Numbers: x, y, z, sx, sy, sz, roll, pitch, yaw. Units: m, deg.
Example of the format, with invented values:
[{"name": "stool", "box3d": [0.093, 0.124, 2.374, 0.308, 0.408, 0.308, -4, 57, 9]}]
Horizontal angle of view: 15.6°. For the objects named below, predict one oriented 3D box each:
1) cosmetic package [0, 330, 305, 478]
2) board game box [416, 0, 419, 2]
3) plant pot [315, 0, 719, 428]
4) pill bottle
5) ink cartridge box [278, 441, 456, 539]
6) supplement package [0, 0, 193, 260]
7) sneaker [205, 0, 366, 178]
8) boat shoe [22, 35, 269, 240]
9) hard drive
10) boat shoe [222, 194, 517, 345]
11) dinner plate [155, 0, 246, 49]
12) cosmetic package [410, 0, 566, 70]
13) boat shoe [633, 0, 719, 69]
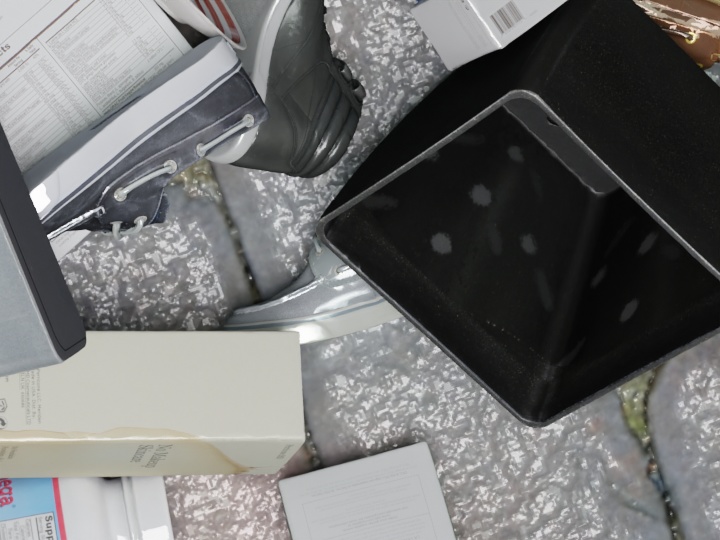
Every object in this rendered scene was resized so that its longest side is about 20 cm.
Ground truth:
[{"name": "cosmetic package", "box3d": [-0.141, 0.083, 1.621, 0.198, 0.104, 0.074, 1, 73, -12]}, {"name": "board game box", "box3d": [0.057, -0.285, 1.618, 0.152, 0.045, 0.200, 43, 80, -14]}, {"name": "plant pot", "box3d": [0.127, -0.059, 1.608, 0.199, 0.178, 0.200, 41, 136, -17]}, {"name": "pill bottle", "box3d": [-0.218, 0.182, 1.677, 0.198, 0.109, 0.110, -11, 104, -5]}, {"name": "ink cartridge box", "box3d": [0.020, 0.218, 1.679, 0.103, 0.201, 0.059, -14, 147, -4]}, {"name": "supplement package", "box3d": [-0.209, -0.129, 1.570, 0.151, 0.152, 0.200, -43, 105, -13]}, {"name": "sneaker", "box3d": [-0.038, -0.150, 1.654, 0.099, 0.070, 0.202, 24, 75, -44]}, {"name": "boat shoe", "box3d": [-0.137, -0.050, 1.486, 0.200, 0.072, 0.068, -39, 104, -21]}, {"name": "hard drive", "box3d": [-0.255, 0.000, 1.448, 0.199, 0.033, 0.140, -14, 104, 36]}, {"name": "boat shoe", "box3d": [0.001, 0.000, 1.692, 0.199, 0.070, 0.072, -17, 93, -7]}, {"name": "dinner plate", "box3d": [-0.137, -0.205, 1.553, 0.024, 0.200, 0.201, -38, 105, 5]}, {"name": "cosmetic package", "box3d": [0.129, -0.200, 1.581, 0.200, 0.082, 0.051, -38, 95, -20]}, {"name": "boat shoe", "box3d": [0.206, -0.159, 1.680, 0.199, 0.072, 0.068, 23, 104, -5]}]
